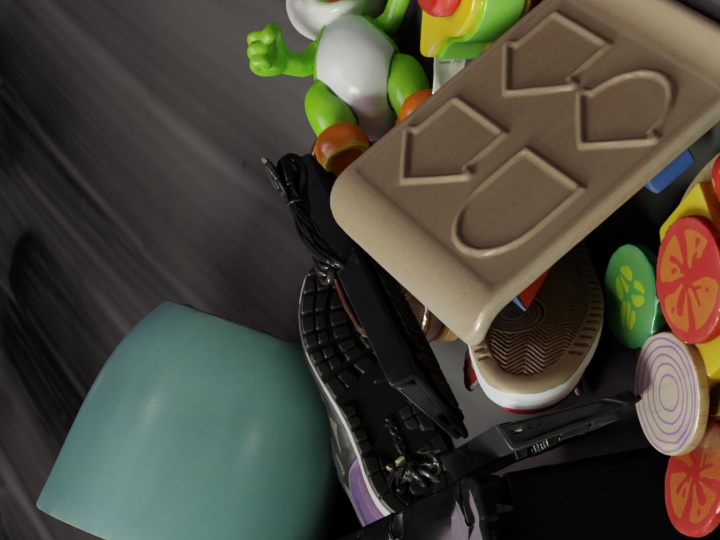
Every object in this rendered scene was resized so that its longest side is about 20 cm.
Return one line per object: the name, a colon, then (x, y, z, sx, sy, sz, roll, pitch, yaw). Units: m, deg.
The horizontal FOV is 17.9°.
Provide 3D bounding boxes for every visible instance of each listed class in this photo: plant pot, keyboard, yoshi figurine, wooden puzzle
plant pot: (-0.100, 0.115, 1.546, 0.200, 0.199, 0.162, 11, 81, 65)
keyboard: (0.000, 0.000, 1.293, 0.021, 0.127, 0.201, -38, 43, 11)
keyboard: (0.069, 0.095, 1.186, 0.200, 0.126, 0.021, 118, 138, -79)
yoshi figurine: (-0.009, -0.157, 1.429, 0.112, 0.112, 0.201, -48, 46, 36)
wooden puzzle: (0.094, -0.061, 1.176, 0.200, 0.046, 0.185, -44, 33, -2)

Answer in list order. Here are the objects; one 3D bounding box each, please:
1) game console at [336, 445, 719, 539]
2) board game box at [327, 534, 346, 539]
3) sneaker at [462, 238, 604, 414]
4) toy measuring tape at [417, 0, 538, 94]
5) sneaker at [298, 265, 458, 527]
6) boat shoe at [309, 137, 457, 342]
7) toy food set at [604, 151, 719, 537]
game console: (0.093, 0.207, 1.139, 0.175, 0.116, 0.201, -30, 65, 37)
board game box: (0.022, 0.281, 1.476, 0.200, 0.034, 0.136, -131, 44, -53)
sneaker: (0.089, 0.044, 1.203, 0.200, 0.071, 0.113, -80, -7, -59)
toy measuring tape: (0.065, -0.127, 1.299, 0.073, 0.073, 0.202, -150, 60, -61)
sneaker: (-0.002, 0.091, 1.467, 0.088, 0.075, 0.201, 114, 145, -55)
boat shoe: (0.000, -0.026, 1.451, 0.200, 0.070, 0.071, -122, 37, -49)
toy food set: (0.186, 0.039, 1.074, 0.198, 0.048, 0.201, 123, 137, -52)
